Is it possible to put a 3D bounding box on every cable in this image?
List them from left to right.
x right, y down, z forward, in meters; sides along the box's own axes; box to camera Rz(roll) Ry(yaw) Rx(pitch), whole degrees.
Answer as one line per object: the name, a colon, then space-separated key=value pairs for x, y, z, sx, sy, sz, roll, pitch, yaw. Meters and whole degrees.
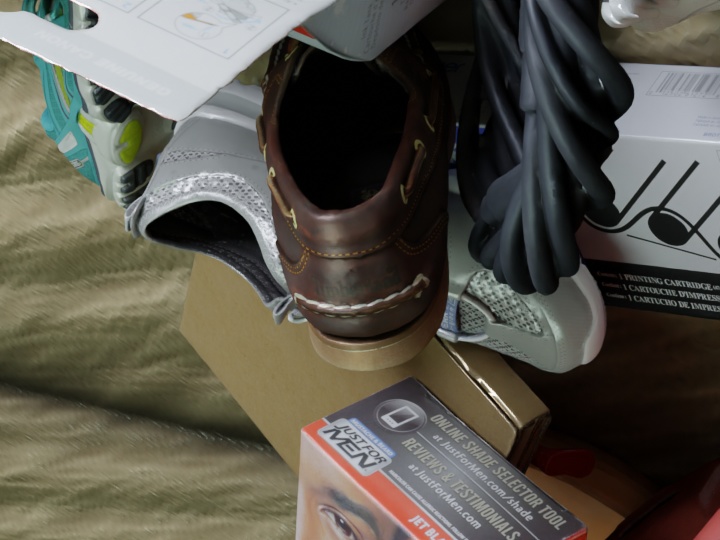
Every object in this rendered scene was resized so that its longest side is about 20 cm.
cable: x=0.059 y=-0.074 z=0.687 sx=0.051 sy=0.163 sz=0.200 roll=-5 pitch=133 yaw=-6

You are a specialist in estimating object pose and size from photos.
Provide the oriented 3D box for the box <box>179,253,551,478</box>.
box: x=-0.007 y=0.043 z=0.935 sx=0.200 sy=0.021 sz=0.164 roll=48 pitch=145 yaw=24

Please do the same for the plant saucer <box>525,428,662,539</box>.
plant saucer: x=0.101 y=0.140 z=1.055 sx=0.200 sy=0.037 sz=0.200 roll=25 pitch=147 yaw=17

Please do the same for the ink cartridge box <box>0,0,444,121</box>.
ink cartridge box: x=-0.074 y=-0.106 z=0.723 sx=0.160 sy=0.200 sz=0.047 roll=25 pitch=130 yaw=18

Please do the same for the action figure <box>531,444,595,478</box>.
action figure: x=0.021 y=0.067 z=0.986 sx=0.052 sy=0.065 sz=0.200 roll=12 pitch=-167 yaw=-48

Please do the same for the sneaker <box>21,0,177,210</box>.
sneaker: x=-0.113 y=-0.098 z=0.902 sx=0.080 sy=0.078 sz=0.200 roll=37 pitch=151 yaw=15

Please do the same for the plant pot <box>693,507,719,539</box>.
plant pot: x=0.223 y=0.101 z=0.740 sx=0.200 sy=0.177 sz=0.201 roll=26 pitch=149 yaw=17

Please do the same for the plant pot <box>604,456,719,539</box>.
plant pot: x=0.192 y=0.190 z=0.900 sx=0.195 sy=0.201 sz=0.201 roll=51 pitch=147 yaw=-11

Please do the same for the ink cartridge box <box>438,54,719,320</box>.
ink cartridge box: x=0.098 y=-0.031 z=0.811 sx=0.200 sy=0.044 sz=0.094 roll=8 pitch=138 yaw=39

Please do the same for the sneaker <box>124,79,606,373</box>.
sneaker: x=0.000 y=0.000 z=0.826 sx=0.200 sy=0.082 sz=0.075 roll=23 pitch=146 yaw=24

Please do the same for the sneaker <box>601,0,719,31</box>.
sneaker: x=0.139 y=-0.113 z=0.636 sx=0.081 sy=0.075 sz=0.200 roll=23 pitch=158 yaw=-17

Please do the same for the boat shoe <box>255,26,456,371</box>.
boat shoe: x=-0.001 y=-0.054 z=0.761 sx=0.070 sy=0.200 sz=0.070 roll=-15 pitch=127 yaw=4

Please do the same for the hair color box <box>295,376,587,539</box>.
hair color box: x=0.026 y=0.157 z=0.884 sx=0.111 sy=0.064 sz=0.200 roll=39 pitch=139 yaw=37
